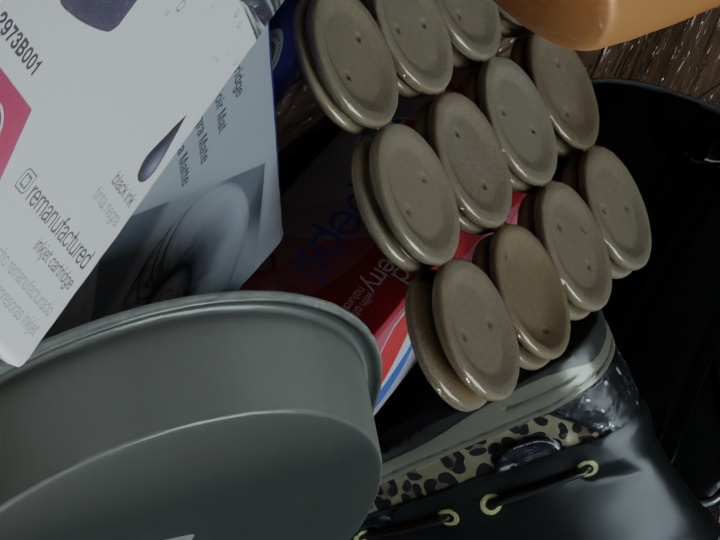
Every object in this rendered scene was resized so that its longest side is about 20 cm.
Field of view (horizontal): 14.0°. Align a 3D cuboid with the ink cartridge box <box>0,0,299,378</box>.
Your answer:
[{"bbox_3d":[-0.066,-0.040,0.910,0.200,0.040,0.200,-51,161,-23],"label":"ink cartridge box"}]

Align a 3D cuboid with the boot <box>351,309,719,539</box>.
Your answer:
[{"bbox_3d":[0.041,0.108,1.148,0.203,0.154,0.074,-27,-152,23],"label":"boot"}]

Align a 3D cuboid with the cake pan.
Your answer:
[{"bbox_3d":[-0.077,0.080,0.929,0.199,0.037,0.201,-22,152,-12],"label":"cake pan"}]

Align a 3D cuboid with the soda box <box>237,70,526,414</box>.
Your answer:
[{"bbox_3d":[0.000,0.000,1.080,0.200,0.063,0.070,-49,161,-46],"label":"soda box"}]

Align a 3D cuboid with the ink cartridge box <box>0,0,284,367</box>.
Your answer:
[{"bbox_3d":[-0.075,-0.096,0.725,0.201,0.084,0.145,-55,162,-9],"label":"ink cartridge box"}]

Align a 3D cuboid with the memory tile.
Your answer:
[{"bbox_3d":[0.043,-0.044,1.040,0.017,0.154,0.200,-22,-173,28],"label":"memory tile"}]

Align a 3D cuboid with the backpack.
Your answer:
[{"bbox_3d":[0.112,0.023,1.273,0.201,0.177,0.151,-61,168,-26],"label":"backpack"}]

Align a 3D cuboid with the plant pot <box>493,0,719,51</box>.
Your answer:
[{"bbox_3d":[0.087,-0.162,0.912,0.140,0.200,0.200,-36,157,-13],"label":"plant pot"}]
